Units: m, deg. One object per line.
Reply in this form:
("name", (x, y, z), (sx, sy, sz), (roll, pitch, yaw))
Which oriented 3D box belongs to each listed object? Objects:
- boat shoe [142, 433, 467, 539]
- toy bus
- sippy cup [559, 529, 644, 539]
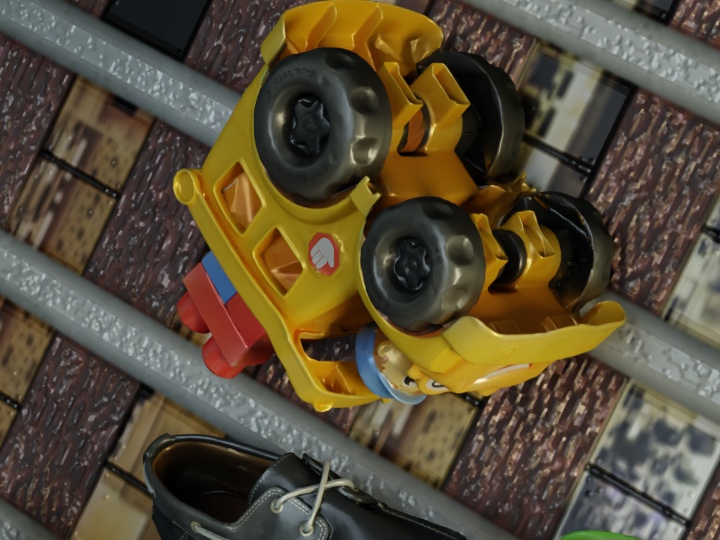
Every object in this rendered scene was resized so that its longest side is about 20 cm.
("boat shoe", (-0.027, 0.123, 1.358), (0.199, 0.072, 0.068), (12, 126, 41))
("toy bus", (0.000, 0.000, 1.364), (0.192, 0.135, 0.201), (-47, 64, 29))
("sippy cup", (0.081, 0.210, 1.278), (0.130, 0.178, 0.141), (-3, 108, 40))
